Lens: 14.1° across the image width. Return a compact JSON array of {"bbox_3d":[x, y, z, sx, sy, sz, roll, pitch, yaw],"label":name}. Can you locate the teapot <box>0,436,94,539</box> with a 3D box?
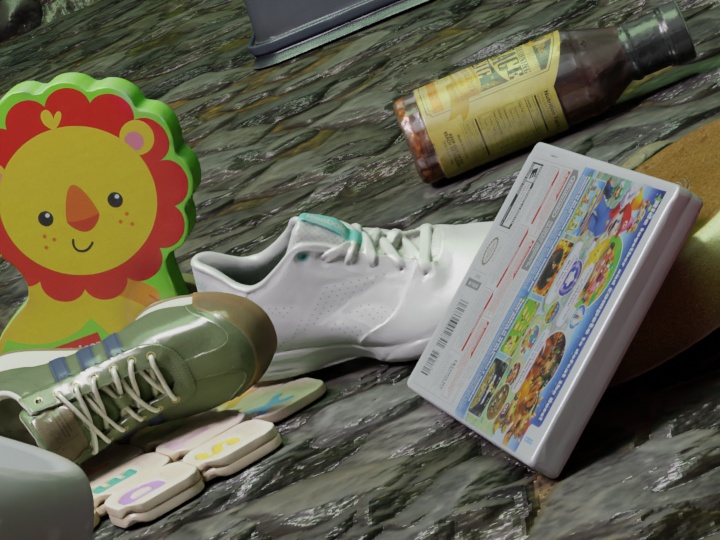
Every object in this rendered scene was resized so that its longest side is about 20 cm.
[{"bbox_3d":[-0.220,0.144,1.330,0.197,0.147,0.200,13,0,35],"label":"teapot"}]

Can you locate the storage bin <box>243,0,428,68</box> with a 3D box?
[{"bbox_3d":[-0.028,-0.290,2.638,0.199,0.135,0.146,-20,14,9],"label":"storage bin"}]

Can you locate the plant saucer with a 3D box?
[{"bbox_3d":[0.154,-0.019,1.428,0.200,0.035,0.200,-37,15,11],"label":"plant saucer"}]

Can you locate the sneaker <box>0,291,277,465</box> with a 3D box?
[{"bbox_3d":[-0.142,0.075,1.569,0.199,0.067,0.090,-15,24,31],"label":"sneaker"}]

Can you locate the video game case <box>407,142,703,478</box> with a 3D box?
[{"bbox_3d":[0.089,0.014,1.396,0.144,0.018,0.200,-61,17,0],"label":"video game case"}]

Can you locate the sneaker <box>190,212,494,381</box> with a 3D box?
[{"bbox_3d":[0.000,0.000,1.576,0.199,0.089,0.075,-16,33,22],"label":"sneaker"}]

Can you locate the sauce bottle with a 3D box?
[{"bbox_3d":[0.122,-0.121,1.913,0.199,0.066,0.066,-23,14,2],"label":"sauce bottle"}]

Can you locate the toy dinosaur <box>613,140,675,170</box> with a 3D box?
[{"bbox_3d":[0.139,-0.041,1.633,0.199,0.048,0.088,-28,8,-32],"label":"toy dinosaur"}]

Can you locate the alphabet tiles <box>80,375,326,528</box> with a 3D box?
[{"bbox_3d":[-0.121,0.100,1.591,0.195,0.015,0.200,-29,15,-21],"label":"alphabet tiles"}]

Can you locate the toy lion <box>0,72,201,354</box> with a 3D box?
[{"bbox_3d":[-0.183,-0.016,1.748,0.199,0.193,0.069,-21,14,13],"label":"toy lion"}]
